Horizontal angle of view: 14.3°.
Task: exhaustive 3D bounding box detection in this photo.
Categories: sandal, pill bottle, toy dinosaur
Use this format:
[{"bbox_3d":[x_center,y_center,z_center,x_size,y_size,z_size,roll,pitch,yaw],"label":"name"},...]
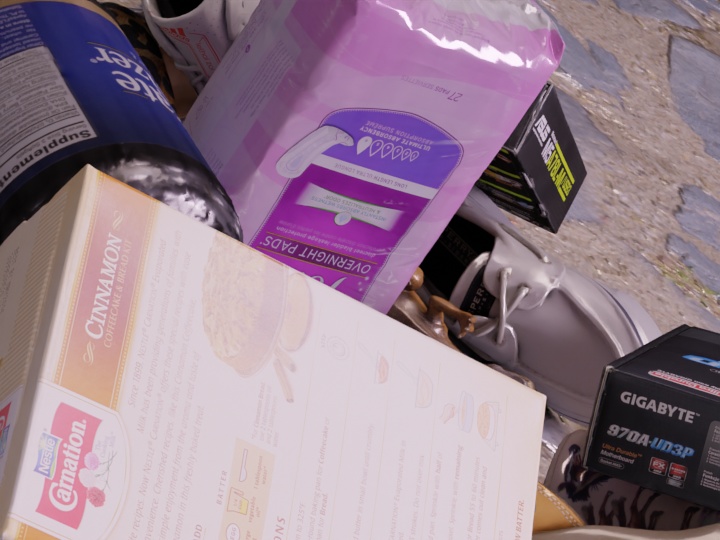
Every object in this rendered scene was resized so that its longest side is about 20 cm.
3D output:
[{"bbox_3d":[0.059,0.099,1.131,0.199,0.054,0.080,0,-7,-8],"label":"sandal"},{"bbox_3d":[-0.113,-0.022,1.151,0.112,0.112,0.200,19,25,-39],"label":"pill bottle"},{"bbox_3d":[0.000,0.000,1.397,0.200,0.060,0.106,51,5,15],"label":"toy dinosaur"}]

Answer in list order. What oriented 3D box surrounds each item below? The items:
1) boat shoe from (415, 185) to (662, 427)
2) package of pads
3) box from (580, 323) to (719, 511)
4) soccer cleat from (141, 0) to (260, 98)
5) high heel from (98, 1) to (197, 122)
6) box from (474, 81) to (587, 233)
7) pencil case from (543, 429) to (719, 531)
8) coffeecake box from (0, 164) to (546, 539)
[{"bbox_3d":[0.073,0.012,1.444,0.066,0.072,0.200,7,32,-49],"label":"boat shoe"},{"bbox_3d":[-0.014,-0.052,1.252,0.120,0.200,0.076,17,30,-33],"label":"package of pads"},{"bbox_3d":[0.206,0.078,1.195,0.199,0.046,0.159,17,11,17],"label":"box"},{"bbox_3d":[-0.060,-0.103,1.331,0.201,0.068,0.085,66,19,-7],"label":"soccer cleat"},{"bbox_3d":[-0.087,-0.081,1.395,0.142,0.072,0.200,19,19,-35],"label":"high heel"},{"bbox_3d":[0.015,-0.097,1.489,0.199,0.048,0.193,26,-8,15],"label":"box"},{"bbox_3d":[0.167,0.130,1.219,0.199,0.078,0.089,16,6,15],"label":"pencil case"},{"bbox_3d":[-0.040,0.079,0.998,0.199,0.073,0.154,27,50,-23],"label":"coffeecake box"}]
